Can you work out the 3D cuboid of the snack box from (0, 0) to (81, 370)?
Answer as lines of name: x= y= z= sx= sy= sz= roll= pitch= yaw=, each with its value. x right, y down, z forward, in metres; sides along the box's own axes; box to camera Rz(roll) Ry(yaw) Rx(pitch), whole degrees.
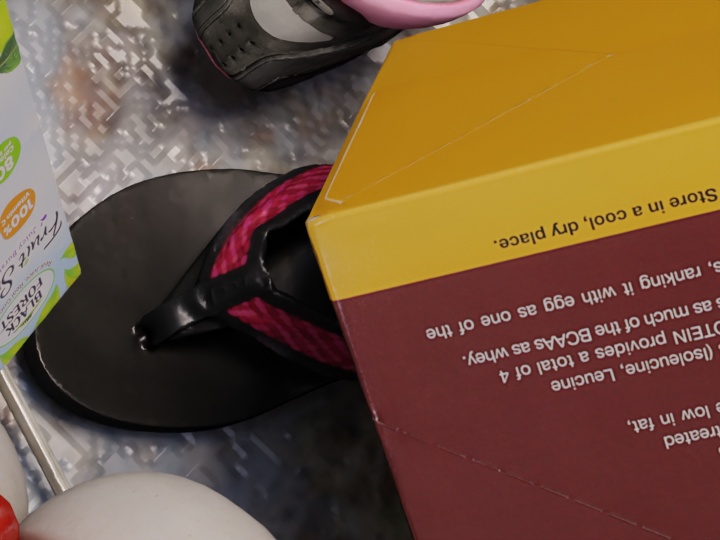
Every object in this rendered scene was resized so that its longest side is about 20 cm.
snack box: x=-0.169 y=-0.063 z=0.637 sx=0.200 sy=0.142 sz=0.053 roll=27 pitch=64 yaw=21

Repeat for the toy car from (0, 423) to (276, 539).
toy car: x=-0.122 y=0.097 z=0.626 sx=0.200 sy=0.150 sz=0.175 roll=21 pitch=65 yaw=26

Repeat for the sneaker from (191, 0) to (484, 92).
sneaker: x=0.015 y=-0.112 z=0.798 sx=0.079 sy=0.095 sz=0.200 roll=50 pitch=40 yaw=-2

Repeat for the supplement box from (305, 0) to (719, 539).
supplement box: x=0.117 y=0.032 z=0.650 sx=0.197 sy=0.133 sz=0.200 roll=-14 pitch=109 yaw=15

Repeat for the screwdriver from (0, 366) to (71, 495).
screwdriver: x=-0.079 y=0.056 z=0.738 sx=0.029 sy=0.028 sz=0.200 roll=-24 pitch=88 yaw=4

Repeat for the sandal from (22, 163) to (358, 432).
sandal: x=0.000 y=0.000 z=0.777 sx=0.199 sy=0.045 sz=0.075 roll=-7 pitch=78 yaw=-22
